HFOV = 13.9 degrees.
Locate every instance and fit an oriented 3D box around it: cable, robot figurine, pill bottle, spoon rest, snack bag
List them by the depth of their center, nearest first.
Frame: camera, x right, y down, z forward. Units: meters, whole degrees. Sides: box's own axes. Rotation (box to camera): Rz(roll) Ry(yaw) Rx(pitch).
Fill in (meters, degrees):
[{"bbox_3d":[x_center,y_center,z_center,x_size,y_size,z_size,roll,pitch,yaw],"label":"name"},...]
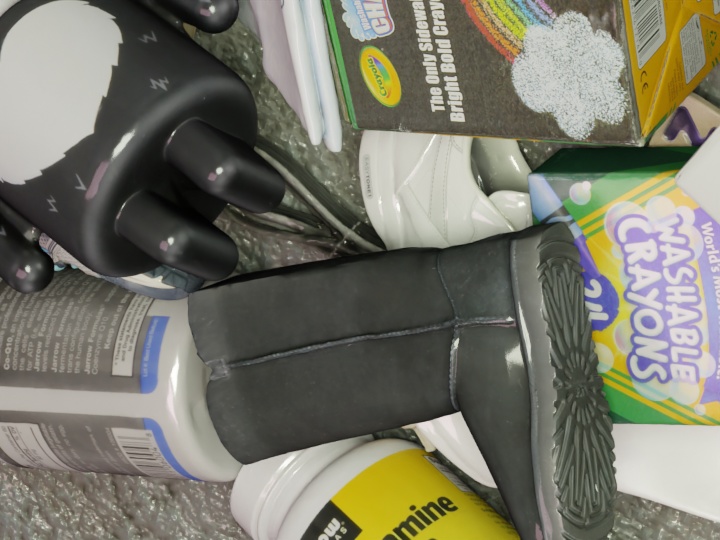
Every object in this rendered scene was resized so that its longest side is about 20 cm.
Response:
[{"bbox_3d":[-0.053,-0.173,1.385,0.021,0.200,0.189,-15,117,-8],"label":"snack bag"},{"bbox_3d":[-0.133,-0.077,1.471,0.200,0.150,0.125,38,148,25],"label":"robot figurine"},{"bbox_3d":[0.157,0.084,1.478,0.200,0.061,0.100,3,117,32],"label":"spoon rest"},{"bbox_3d":[0.000,0.000,1.531,0.200,0.050,0.097,45,130,-2],"label":"cable"},{"bbox_3d":[0.027,0.161,1.552,0.200,0.112,0.113,41,134,29],"label":"pill bottle"},{"bbox_3d":[-0.149,0.054,1.620,0.200,0.114,0.114,2,119,32],"label":"pill bottle"}]

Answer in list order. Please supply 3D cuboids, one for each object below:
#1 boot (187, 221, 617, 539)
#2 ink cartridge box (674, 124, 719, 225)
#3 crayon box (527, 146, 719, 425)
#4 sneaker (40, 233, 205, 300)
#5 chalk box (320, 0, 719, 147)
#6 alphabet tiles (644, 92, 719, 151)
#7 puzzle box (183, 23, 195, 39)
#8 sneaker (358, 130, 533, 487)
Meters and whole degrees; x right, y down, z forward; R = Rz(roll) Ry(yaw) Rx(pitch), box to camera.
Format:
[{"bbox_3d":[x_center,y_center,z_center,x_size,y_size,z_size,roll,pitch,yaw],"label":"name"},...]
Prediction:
[{"bbox_3d":[0.016,0.070,1.409,0.200,0.066,0.165,-9,81,29],"label":"boot"},{"bbox_3d":[0.244,-0.059,1.241,0.145,0.200,0.084,43,134,3],"label":"ink cartridge box"},{"bbox_3d":[0.184,0.007,1.378,0.200,0.052,0.126,0,108,25],"label":"crayon box"},{"bbox_3d":[-0.160,-0.037,1.575,0.200,0.078,0.086,33,143,20],"label":"sneaker"},{"bbox_3d":[0.057,-0.142,1.360,0.200,0.124,0.125,7,122,31],"label":"chalk box"},{"bbox_3d":[0.206,-0.016,1.392,0.167,0.008,0.200,33,118,12],"label":"alphabet tiles"},{"bbox_3d":[-0.150,-0.140,1.558,0.133,0.025,0.200,28,130,16],"label":"puzzle box"},{"bbox_3d":[0.059,0.008,1.452,0.100,0.075,0.200,-13,92,41],"label":"sneaker"}]
